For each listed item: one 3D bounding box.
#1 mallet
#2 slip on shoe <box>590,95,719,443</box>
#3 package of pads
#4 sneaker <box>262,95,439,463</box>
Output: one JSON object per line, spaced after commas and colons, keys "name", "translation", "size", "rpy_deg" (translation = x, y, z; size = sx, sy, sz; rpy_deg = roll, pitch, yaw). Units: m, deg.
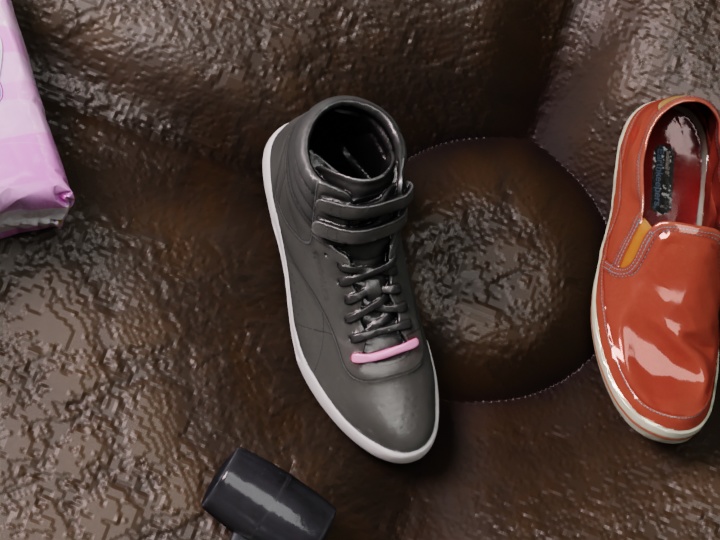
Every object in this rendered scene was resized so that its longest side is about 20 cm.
{"name": "mallet", "translation": [-0.077, 0.191, 1.009], "size": [0.066, 0.041, 0.200], "rpy_deg": [25, 75, -5]}
{"name": "slip on shoe", "translation": [0.170, -0.005, 1.099], "size": [0.074, 0.061, 0.201], "rpy_deg": [9, 73, -9]}
{"name": "package of pads", "translation": [-0.234, -0.103, 1.047], "size": [0.120, 0.076, 0.200], "rpy_deg": [-15, 76, -17]}
{"name": "sneaker", "translation": [0.000, 0.000, 1.045], "size": [0.071, 0.099, 0.201], "rpy_deg": [-14, 77, -16]}
